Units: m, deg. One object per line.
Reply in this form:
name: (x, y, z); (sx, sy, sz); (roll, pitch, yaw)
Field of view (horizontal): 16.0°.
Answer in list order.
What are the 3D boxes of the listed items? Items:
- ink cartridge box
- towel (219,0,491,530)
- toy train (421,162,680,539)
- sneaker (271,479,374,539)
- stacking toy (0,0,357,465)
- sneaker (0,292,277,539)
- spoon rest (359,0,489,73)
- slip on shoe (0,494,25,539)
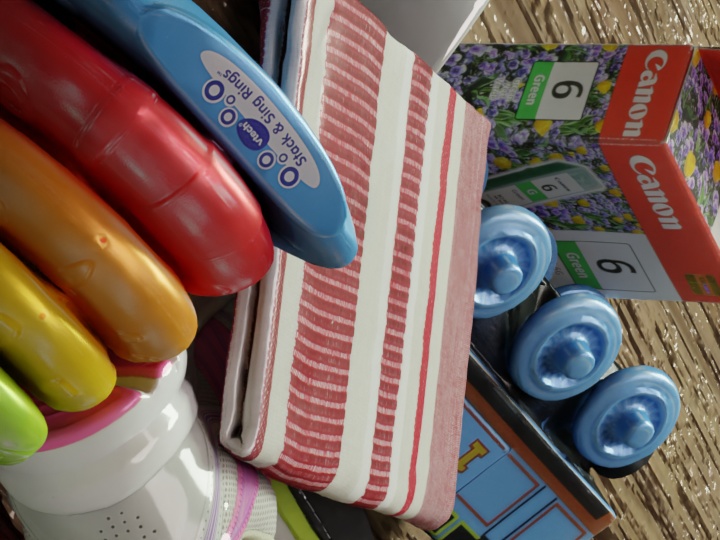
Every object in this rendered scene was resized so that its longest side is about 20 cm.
ink cartridge box: (0.108, -0.036, 0.994); (0.109, 0.199, 0.051); (56, 47, -47)
towel: (0.000, 0.000, 0.797); (0.200, 0.023, 0.145); (31, 63, -69)
toy train: (0.039, 0.034, 0.974); (0.114, 0.087, 0.200); (-40, 131, 4)
sneaker: (-0.038, 0.106, 0.909); (0.200, 0.082, 0.072); (74, -11, -56)
stacking toy: (-0.107, 0.016, 0.636); (0.200, 0.110, 0.116); (-49, 123, -11)
sneaker: (-0.068, 0.056, 0.765); (0.200, 0.081, 0.089); (-74, 147, -76)
spoon rest: (-0.016, -0.063, 0.896); (0.200, 0.099, 0.061); (-51, 123, -30)
slip on shoe: (-0.131, 0.077, 0.734); (0.061, 0.074, 0.201); (-84, 159, -54)
